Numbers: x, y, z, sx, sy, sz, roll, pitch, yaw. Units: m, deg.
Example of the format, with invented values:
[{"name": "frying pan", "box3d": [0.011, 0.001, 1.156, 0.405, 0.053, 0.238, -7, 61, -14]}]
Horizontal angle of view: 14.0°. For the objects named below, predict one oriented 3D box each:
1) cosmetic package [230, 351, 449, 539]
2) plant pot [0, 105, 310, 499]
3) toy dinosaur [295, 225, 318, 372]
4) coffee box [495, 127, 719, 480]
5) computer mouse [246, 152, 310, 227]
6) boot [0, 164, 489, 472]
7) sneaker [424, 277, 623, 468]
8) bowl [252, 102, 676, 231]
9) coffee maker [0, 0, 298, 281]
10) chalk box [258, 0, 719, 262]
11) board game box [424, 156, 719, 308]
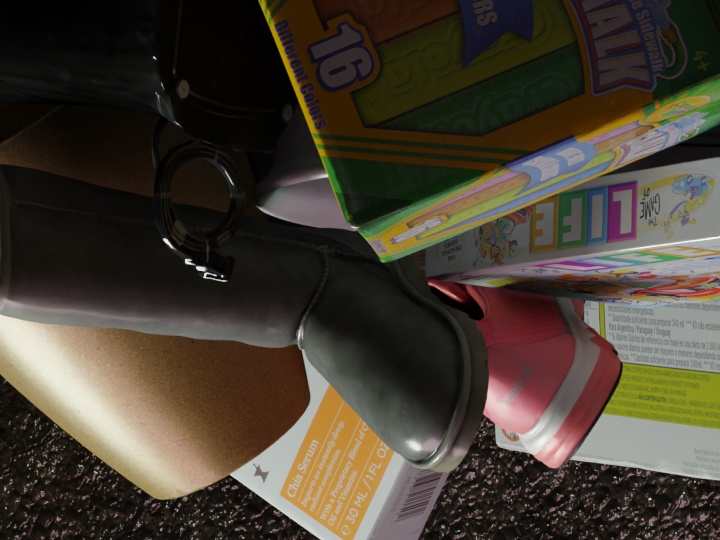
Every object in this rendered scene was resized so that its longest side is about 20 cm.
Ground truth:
[{"name": "cosmetic package", "box3d": [-0.041, 0.072, 1.704, 0.200, 0.102, 0.071, 33, -159, 24]}, {"name": "plant pot", "box3d": [-0.113, 0.003, 1.405, 0.186, 0.200, 0.186, -30, -168, 7]}, {"name": "toy dinosaur", "box3d": [0.000, 0.000, 1.430, 0.047, 0.200, 0.088, -27, -169, 34]}, {"name": "coffee box", "box3d": [0.201, -0.011, 1.454, 0.199, 0.198, 0.200, -7, -173, -36]}, {"name": "computer mouse", "box3d": [-0.089, -0.042, 1.509, 0.138, 0.053, 0.200, -11, 124, 36]}, {"name": "boot", "box3d": [-0.061, 0.015, 1.250, 0.200, 0.073, 0.182, 15, -164, -27]}, {"name": "sneaker", "box3d": [0.060, 0.017, 1.359, 0.087, 0.074, 0.200, 30, -170, -17]}, {"name": "bowl", "box3d": [0.051, -0.071, 1.312, 0.201, 0.091, 0.201, 1, 172, 0]}, {"name": "coffee maker", "box3d": [-0.132, -0.109, 1.225, 0.200, 0.192, 0.135, 4, 154, 35]}, {"name": "chalk box", "box3d": [0.071, -0.101, 1.119, 0.200, 0.125, 0.124, -24, 172, 3]}, {"name": "board game box", "box3d": [0.142, -0.015, 1.248, 0.134, 0.034, 0.200, 8, 170, -38]}]
